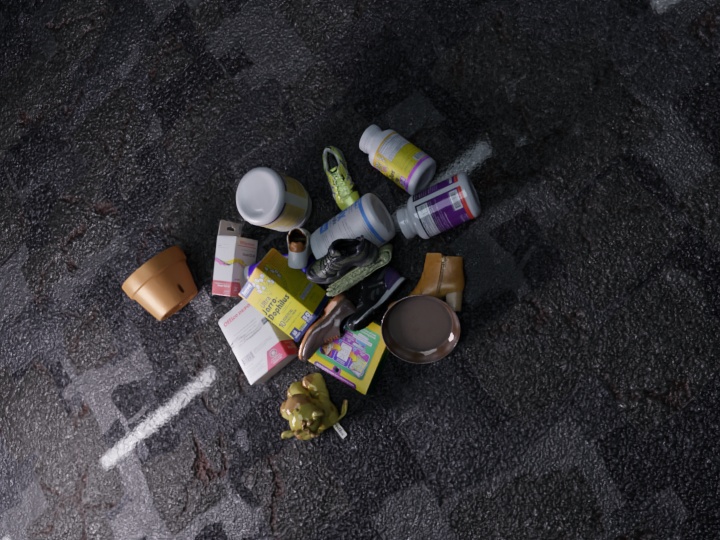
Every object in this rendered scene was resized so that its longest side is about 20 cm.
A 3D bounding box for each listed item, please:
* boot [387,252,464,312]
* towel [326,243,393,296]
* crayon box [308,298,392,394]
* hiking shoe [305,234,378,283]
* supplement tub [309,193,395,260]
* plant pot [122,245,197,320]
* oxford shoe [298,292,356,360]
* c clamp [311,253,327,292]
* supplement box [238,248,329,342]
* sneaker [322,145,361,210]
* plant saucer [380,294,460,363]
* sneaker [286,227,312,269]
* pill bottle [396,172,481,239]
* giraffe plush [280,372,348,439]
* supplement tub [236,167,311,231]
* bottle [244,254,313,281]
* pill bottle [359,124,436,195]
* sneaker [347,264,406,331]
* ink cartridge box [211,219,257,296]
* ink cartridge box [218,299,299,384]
[{"bbox_3d":[0.164,0.031,1.633,0.195,0.071,0.149,-3,83,15],"label":"boot"},{"bbox_3d":[0.000,0.000,1.657,0.197,0.149,0.037,-35,95,9],"label":"towel"},{"bbox_3d":[-0.025,0.196,1.702,0.196,0.058,0.177,26,95,22],"label":"crayon box"},{"bbox_3d":[-0.059,-0.037,1.570,0.196,0.101,0.077,-23,51,20],"label":"hiking shoe"},{"bbox_3d":[-0.019,-0.092,1.675,0.197,0.131,0.135,-32,75,20],"label":"supplement tub"},{"bbox_3d":[-0.561,0.046,1.875,0.199,0.200,0.141,-38,91,15],"label":"plant pot"},{"bbox_3d":[-0.085,0.158,1.663,0.072,0.071,0.202,39,100,17],"label":"oxford shoe"},{"bbox_3d":[-0.147,0.022,1.785,0.197,0.027,0.174,32,94,22],"label":"c clamp"},{"bbox_3d":[-0.195,0.063,1.680,0.198,0.110,0.109,39,122,-4],"label":"supplement box"},{"bbox_3d":[-0.058,-0.235,1.734,0.074,0.076,0.205,-27,79,16],"label":"sneaker"},{"bbox_3d":[0.147,0.139,1.601,0.193,0.032,0.206,2,120,3],"label":"plant saucer"},{"bbox_3d":[-0.155,-0.084,1.706,0.070,0.201,0.087,0,115,-3],"label":"sneaker"},{"bbox_3d":[0.191,-0.152,1.606,0.196,0.112,0.116,-23,78,20],"label":"pill bottle"},{"bbox_3d":[-0.138,0.373,1.681,0.197,0.161,0.176,30,97,21],"label":"giraffe plush"},{"bbox_3d":[-0.224,-0.184,1.733,0.141,0.199,0.151,-2,85,21],"label":"supplement tub"},{"bbox_3d":[-0.221,0.002,1.768,0.194,0.065,0.087,-6,82,21],"label":"bottle"},{"bbox_3d":[0.091,-0.287,1.661,0.199,0.104,0.106,39,101,20],"label":"pill bottle"},{"bbox_3d":[0.023,0.067,1.648,0.087,0.076,0.199,40,63,15],"label":"sneaker"},{"bbox_3d":[-0.347,-0.032,1.819,0.065,0.116,0.207,5,89,23],"label":"ink cartridge box"},{"bbox_3d":[-0.280,0.185,1.794,0.144,0.084,0.203,-37,75,16],"label":"ink cartridge box"}]
